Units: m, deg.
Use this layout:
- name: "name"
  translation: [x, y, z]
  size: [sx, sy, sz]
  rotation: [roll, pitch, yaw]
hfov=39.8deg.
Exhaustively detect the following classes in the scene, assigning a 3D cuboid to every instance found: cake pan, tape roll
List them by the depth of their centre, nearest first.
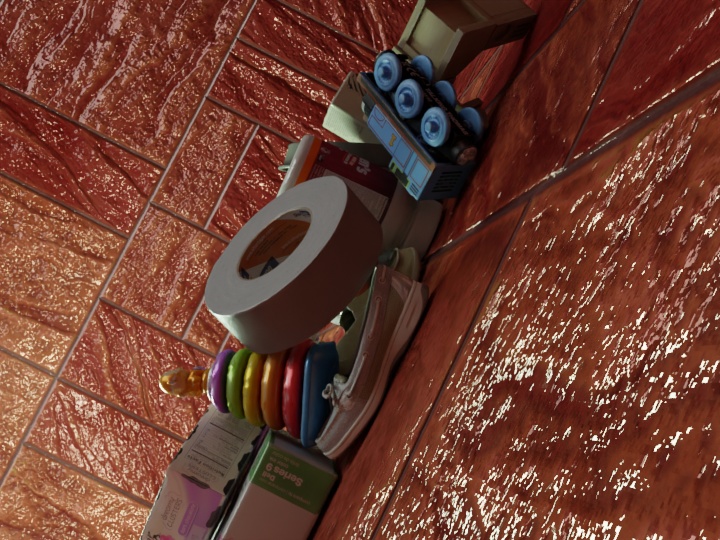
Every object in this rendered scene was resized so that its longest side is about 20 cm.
- name: "tape roll"
  translation: [-0.073, -0.009, 1.072]
  size: [0.199, 0.066, 0.201]
  rotation: [-31, 30, 20]
- name: "cake pan"
  translation: [-0.017, -0.156, 1.408]
  size: [0.200, 0.198, 0.037]
  rotation: [-144, 57, -87]

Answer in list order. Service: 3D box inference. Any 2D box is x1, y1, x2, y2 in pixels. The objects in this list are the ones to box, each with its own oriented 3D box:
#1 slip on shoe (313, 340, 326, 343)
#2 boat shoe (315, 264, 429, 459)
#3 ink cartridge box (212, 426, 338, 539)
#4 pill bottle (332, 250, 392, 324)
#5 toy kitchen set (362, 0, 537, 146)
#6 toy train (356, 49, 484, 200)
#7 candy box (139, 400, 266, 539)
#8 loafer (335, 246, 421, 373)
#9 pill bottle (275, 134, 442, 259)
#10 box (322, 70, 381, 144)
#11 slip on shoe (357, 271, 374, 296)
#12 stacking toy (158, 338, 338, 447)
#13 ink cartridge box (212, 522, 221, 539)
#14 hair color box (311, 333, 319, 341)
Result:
- name: "slip on shoe"
  translation: [-0.037, 0.147, 1.335]
  size: [0.200, 0.060, 0.077]
  rotation: [83, -172, -62]
- name: "boat shoe"
  translation: [0.002, 0.095, 1.019]
  size: [0.203, 0.064, 0.074]
  rotation: [-63, 3, 5]
- name: "ink cartridge box"
  translation: [-0.106, 0.281, 1.073]
  size: [0.145, 0.087, 0.201]
  rotation: [170, 125, -86]
- name: "pill bottle"
  translation: [-0.002, -0.002, 1.423]
  size: [0.115, 0.114, 0.200]
  rotation: [-65, 4, -30]
- name: "toy kitchen set"
  translation: [0.144, -0.245, 1.323]
  size: [0.180, 0.163, 0.201]
  rotation: [-27, -25, -44]
- name: "toy train"
  translation: [0.066, -0.181, 1.211]
  size: [0.086, 0.200, 0.115]
  rotation: [-7, -41, -40]
- name: "candy box"
  translation: [-0.174, 0.237, 1.141]
  size: [0.168, 0.071, 0.200]
  rotation: [-64, -1, 31]
- name: "loafer"
  translation: [0.013, 0.050, 1.172]
  size: [0.201, 0.068, 0.076]
  rotation: [-65, 4, -26]
- name: "pill bottle"
  translation: [-0.003, -0.085, 1.272]
  size: [0.110, 0.199, 0.110]
  rotation: [-156, 90, -83]
- name: "box"
  translation: [0.048, -0.207, 1.485]
  size: [0.069, 0.199, 0.082]
  rotation: [-61, 4, -21]
- name: "slip on shoe"
  translation: [0.000, 0.000, 1.235]
  size: [0.061, 0.074, 0.200]
  rotation: [-33, -34, 13]
- name: "stacking toy"
  translation: [-0.126, 0.125, 1.090]
  size: [0.116, 0.198, 0.111]
  rotation: [3, -90, -79]
- name: "ink cartridge box"
  translation: [-0.167, 0.387, 1.238]
  size: [0.146, 0.084, 0.200]
  rotation: [-64, 1, -16]
- name: "hair color box"
  translation: [-0.094, 0.094, 1.395]
  size: [0.109, 0.064, 0.202]
  rotation: [-64, -29, -79]
